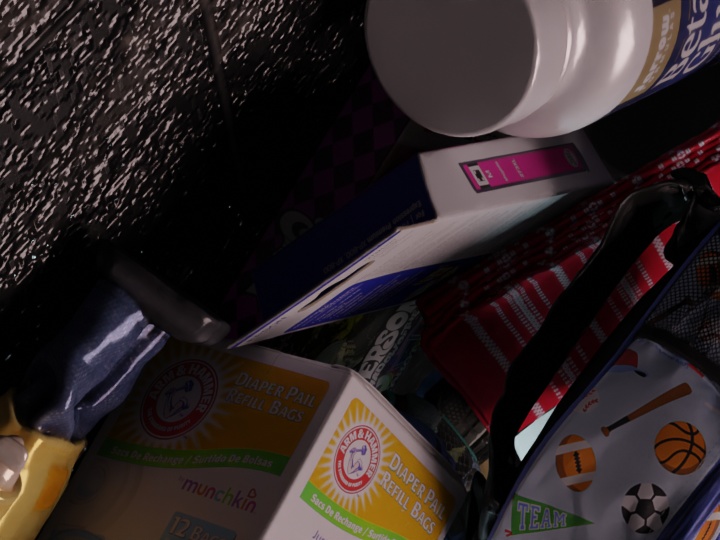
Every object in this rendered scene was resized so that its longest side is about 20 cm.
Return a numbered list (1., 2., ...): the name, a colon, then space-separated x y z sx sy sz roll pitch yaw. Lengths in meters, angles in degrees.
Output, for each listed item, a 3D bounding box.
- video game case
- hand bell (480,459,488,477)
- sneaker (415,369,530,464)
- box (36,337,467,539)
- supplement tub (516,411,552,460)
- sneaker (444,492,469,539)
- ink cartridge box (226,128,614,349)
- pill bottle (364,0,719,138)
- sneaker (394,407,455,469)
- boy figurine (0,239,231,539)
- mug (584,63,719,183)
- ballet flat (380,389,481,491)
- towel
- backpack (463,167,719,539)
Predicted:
1. video game case: 0.000 0.000 1.349 0.200 0.036 0.181 -58 160 10
2. hand bell: -0.030 0.127 1.461 0.200 0.104 0.104 -4 129 -49
3. sneaker: 0.057 0.042 1.477 0.078 0.090 0.200 -39 177 17
4. box: -0.063 0.136 1.185 0.101 0.112 0.200 47 66 -44
5. supplement tub: 0.192 0.051 1.718 0.200 0.144 0.145 -41 157 -32
6. sneaker: 0.054 0.172 1.463 0.078 0.076 0.200 4 138 -38
7. ink cartridge box: 0.023 -0.015 1.224 0.095 0.037 0.200 -35 172 28
8. pill bottle: 0.088 -0.118 1.241 0.200 0.111 0.111 -27 147 -52
9. sneaker: -0.014 0.155 1.282 0.078 0.066 0.201 32 74 -34
10. boy figurine: -0.133 0.083 1.133 0.200 0.064 0.124 -55 175 -4
11. mug: 0.176 -0.108 1.426 0.175 0.147 0.201 36 52 -63
12. ballet flat: -0.015 0.149 1.369 0.200 0.074 0.074 -52 162 16
13. towel: 0.125 0.001 1.320 0.200 0.023 0.145 -31 152 2
14. backpack: 0.127 0.091 1.247 0.190 0.154 0.200 -41 158 -26
